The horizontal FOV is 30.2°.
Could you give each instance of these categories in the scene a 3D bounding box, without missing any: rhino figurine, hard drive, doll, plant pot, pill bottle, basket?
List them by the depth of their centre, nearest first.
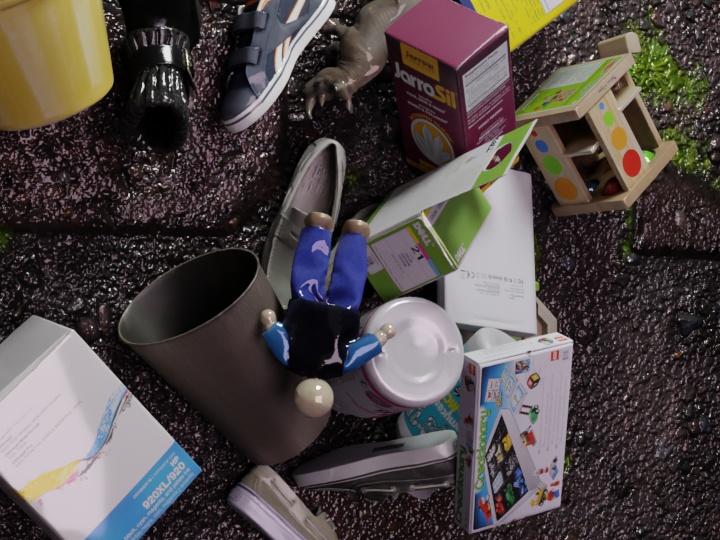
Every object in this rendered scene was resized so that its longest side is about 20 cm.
[{"bbox_3d":[-0.324,-0.244,1.253,0.200,0.200,0.190,-32,123,-24],"label":"plant pot"},{"bbox_3d":[-0.031,0.047,1.320,0.135,0.048,0.201,11,72,-6],"label":"doll"},{"bbox_3d":[-0.128,0.098,1.398,0.200,0.179,0.136,56,37,-29],"label":"basket"},{"bbox_3d":[0.023,0.099,1.438,0.113,0.200,0.114,4,78,-20],"label":"pill bottle"},{"bbox_3d":[-0.002,-0.246,1.471,0.200,0.087,0.060,-55,146,-15],"label":"rhino figurine"},{"bbox_3d":[0.116,0.169,1.522,0.110,0.111,0.200,30,112,-27],"label":"pill bottle"},{"bbox_3d":[0.148,-0.027,1.577,0.131,0.026,0.201,9,71,-29],"label":"hard drive"}]

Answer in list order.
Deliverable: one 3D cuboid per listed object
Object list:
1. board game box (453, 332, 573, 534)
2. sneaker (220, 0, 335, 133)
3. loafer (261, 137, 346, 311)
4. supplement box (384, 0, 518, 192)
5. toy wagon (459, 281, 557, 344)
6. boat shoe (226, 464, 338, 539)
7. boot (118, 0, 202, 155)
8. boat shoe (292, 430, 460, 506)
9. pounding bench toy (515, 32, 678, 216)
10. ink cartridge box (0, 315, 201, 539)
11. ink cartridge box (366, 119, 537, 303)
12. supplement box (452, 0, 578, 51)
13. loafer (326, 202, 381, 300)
[{"bbox_3d":[0.164,0.174,1.430,0.126,0.035,0.201,-10,113,-29],"label":"board game box"},{"bbox_3d":[-0.107,-0.243,1.427,0.079,0.078,0.201,43,62,-29],"label":"sneaker"},{"bbox_3d":[-0.063,-0.050,1.459,0.069,0.070,0.201,15,83,-6],"label":"loafer"},{"bbox_3d":[0.104,-0.191,1.477,0.086,0.110,0.201,-41,144,-23],"label":"supplement box"},{"bbox_3d":[0.152,0.093,1.611,0.199,0.040,0.156,-3,94,-28],"label":"toy wagon"},{"bbox_3d":[-0.060,0.293,1.486,0.200,0.072,0.062,45,75,-21],"label":"boat shoe"},{"bbox_3d":[-0.205,-0.227,1.295,0.211,0.079,0.159,70,24,-59],"label":"boot"},{"bbox_3d":[0.020,0.228,1.471,0.071,0.199,0.064,-37,113,-66],"label":"boat shoe"},{"bbox_3d":[0.306,-0.178,1.630,0.200,0.124,0.156,-45,113,-30],"label":"pounding bench toy"},{"bbox_3d":[-0.290,0.168,1.307,0.145,0.147,0.200,-46,113,-19],"label":"ink cartridge box"},{"bbox_3d":[0.103,-0.062,1.400,0.076,0.199,0.148,57,32,-14],"label":"ink cartridge box"},{"bbox_3d":[0.169,-0.331,1.557,0.200,0.109,0.109,-38,110,-21],"label":"supplement box"},{"bbox_3d":[0.000,0.000,1.471,0.200,0.069,0.076,-50,155,-40],"label":"loafer"}]
